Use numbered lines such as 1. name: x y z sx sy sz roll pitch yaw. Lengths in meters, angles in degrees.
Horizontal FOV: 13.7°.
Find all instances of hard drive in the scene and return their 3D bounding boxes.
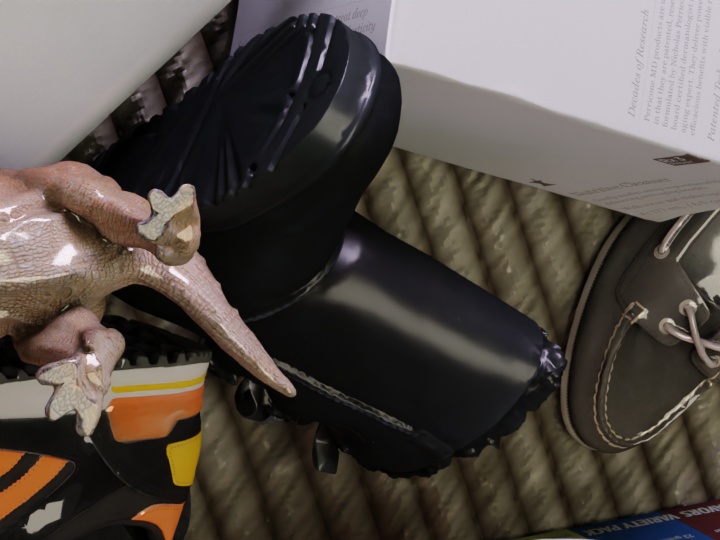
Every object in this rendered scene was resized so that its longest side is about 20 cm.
1. hard drive: -0.106 -0.108 0.977 0.200 0.027 0.132 -42 129 11

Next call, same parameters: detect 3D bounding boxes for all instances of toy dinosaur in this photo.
1. toy dinosaur: -0.119 -0.007 0.945 0.199 0.136 0.086 6 98 -14

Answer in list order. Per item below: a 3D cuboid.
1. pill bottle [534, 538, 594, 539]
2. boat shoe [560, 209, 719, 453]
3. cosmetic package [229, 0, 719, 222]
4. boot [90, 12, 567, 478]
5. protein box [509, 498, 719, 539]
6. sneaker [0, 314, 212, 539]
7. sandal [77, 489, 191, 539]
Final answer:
1. pill bottle: 0.070 0.200 1.022 0.115 0.116 0.201 -8 100 -26
2. boat shoe: 0.147 -0.014 1.170 0.067 0.057 0.201 35 86 -31
3. cosmetic package: 0.065 -0.080 1.068 0.199 0.113 0.082 12 79 -30
4. boot: 0.000 0.001 1.022 0.162 0.198 0.074 33 59 -21
5. protein box: 0.147 0.218 1.149 0.134 0.198 0.201 -8 107 -28
6. sneaker: -0.138 0.070 0.981 0.199 0.070 0.091 -6 106 -33
7. sandal: -0.149 0.100 1.046 0.200 0.048 0.076 -11 96 -40
